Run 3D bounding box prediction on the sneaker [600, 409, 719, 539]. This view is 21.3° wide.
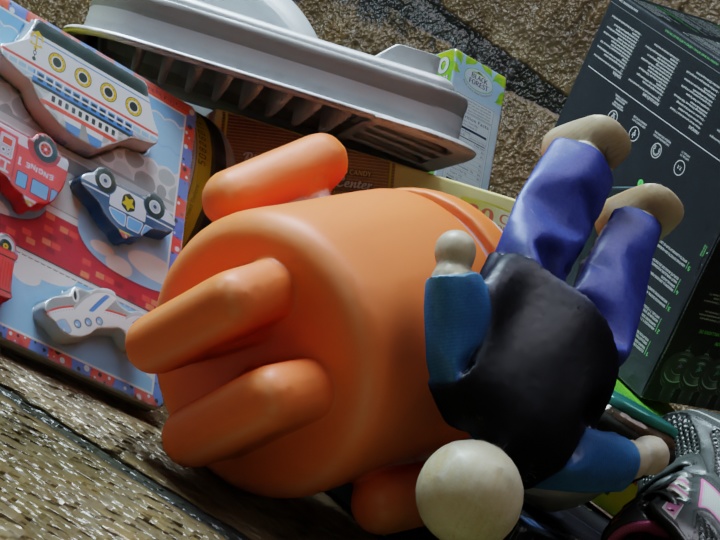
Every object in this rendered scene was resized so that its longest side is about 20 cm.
[{"bbox_3d":[0.143,0.119,0.833,0.086,0.080,0.200,36,23,-19],"label":"sneaker"}]

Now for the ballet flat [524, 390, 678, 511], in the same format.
[{"bbox_3d":[0.091,0.071,0.878,0.068,0.069,0.200,29,6,-13],"label":"ballet flat"}]

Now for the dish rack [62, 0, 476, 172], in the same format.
[{"bbox_3d":[-0.044,-0.098,0.933,0.199,0.044,0.172,16,-2,-8],"label":"dish rack"}]

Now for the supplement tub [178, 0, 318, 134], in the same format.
[{"bbox_3d":[-0.091,-0.103,1.117,0.145,0.145,0.200,31,3,-4],"label":"supplement tub"}]

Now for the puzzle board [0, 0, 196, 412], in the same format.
[{"bbox_3d":[-0.146,-0.047,0.761,0.017,0.152,0.200,-23,-39,39],"label":"puzzle board"}]

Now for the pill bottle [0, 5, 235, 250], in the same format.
[{"bbox_3d":[-0.160,-0.058,0.852,0.200,0.112,0.112,30,4,-36],"label":"pill bottle"}]

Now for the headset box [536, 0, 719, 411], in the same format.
[{"bbox_3d":[0.187,-0.034,1.126,0.092,0.201,0.174,11,21,-34],"label":"headset box"}]

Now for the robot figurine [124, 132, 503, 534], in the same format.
[{"bbox_3d":[-0.004,0.024,0.780,0.144,0.117,0.200,33,24,28],"label":"robot figurine"}]

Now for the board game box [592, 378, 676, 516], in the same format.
[{"bbox_3d":[0.144,0.092,1.075,0.101,0.048,0.200,35,8,-13],"label":"board game box"}]

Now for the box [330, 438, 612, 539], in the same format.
[{"bbox_3d":[0.064,0.118,0.918,0.160,0.044,0.200,36,6,41],"label":"box"}]

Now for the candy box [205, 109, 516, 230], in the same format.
[{"bbox_3d":[0.000,0.000,0.999,0.199,0.116,0.055,16,-3,-9],"label":"candy box"}]

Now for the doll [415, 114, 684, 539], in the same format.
[{"bbox_3d":[0.075,0.030,0.743,0.048,0.200,0.137,-24,-65,42],"label":"doll"}]

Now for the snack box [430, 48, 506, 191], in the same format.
[{"bbox_3d":[0.003,-0.052,1.249,0.053,0.143,0.199,24,-23,-34],"label":"snack box"}]
